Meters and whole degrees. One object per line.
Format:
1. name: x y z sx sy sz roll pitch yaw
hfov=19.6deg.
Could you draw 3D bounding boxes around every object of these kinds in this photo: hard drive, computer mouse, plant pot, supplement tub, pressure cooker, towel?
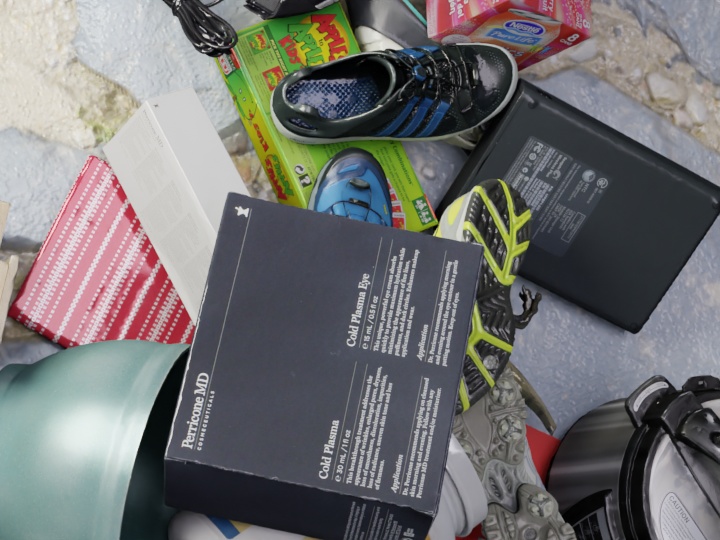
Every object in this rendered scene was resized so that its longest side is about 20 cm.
1. hard drive: 0.177 -0.048 1.674 0.199 0.033 0.140 27 109 -16
2. computer mouse: -0.072 -0.241 1.633 0.199 0.046 0.140 -33 56 -17
3. plant pot: -0.200 0.138 1.477 0.133 0.200 0.201 12 75 10
4. supplement tub: -0.023 0.185 1.497 0.199 0.145 0.145 -33 93 -17
5. pressure cooker: 0.255 0.175 1.615 0.175 0.200 0.180 14 77 -23
6. towel: -0.151 0.018 1.590 0.199 0.022 0.145 29 74 -12

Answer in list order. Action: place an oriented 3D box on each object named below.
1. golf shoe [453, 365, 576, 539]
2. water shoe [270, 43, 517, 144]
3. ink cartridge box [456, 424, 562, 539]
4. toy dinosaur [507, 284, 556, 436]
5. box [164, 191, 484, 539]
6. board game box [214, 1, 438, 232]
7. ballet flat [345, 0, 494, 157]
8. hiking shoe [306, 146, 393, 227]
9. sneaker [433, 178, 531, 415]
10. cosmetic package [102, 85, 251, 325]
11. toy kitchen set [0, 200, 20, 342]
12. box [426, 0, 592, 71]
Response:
1. golf shoe: 0.102 0.152 1.606 0.078 0.097 0.201 -19 76 -3
2. water shoe: 0.032 -0.135 1.588 0.199 0.079 0.072 -13 84 -12
3. ink cartridge box: 0.069 0.170 1.633 0.199 0.050 0.162 24 74 -13
4. toy dinosaur: 0.092 0.040 1.658 0.200 0.047 0.088 35 73 -3
5. box: -0.025 0.071 1.412 0.181 0.104 0.201 13 65 0
6. board game box: -0.029 -0.105 1.642 0.101 0.048 0.201 -24 90 -22
7. ballet flat: 0.047 -0.158 1.670 0.200 0.073 0.073 42 70 -12
8. hiking shoe: 0.000 0.000 1.560 0.074 0.087 0.201 8 74 -19
9. sneaker: 0.075 0.029 1.587 0.075 0.076 0.201 32 61 -19
10. cosmetic package: -0.112 -0.028 1.546 0.050 0.082 0.201 -22 81 -36
11. toy kitchen set: -0.344 0.025 1.442 0.179 0.163 0.201 16 75 -17
12. box: 0.116 -0.273 1.666 0.099 0.095 0.201 19 61 -41
